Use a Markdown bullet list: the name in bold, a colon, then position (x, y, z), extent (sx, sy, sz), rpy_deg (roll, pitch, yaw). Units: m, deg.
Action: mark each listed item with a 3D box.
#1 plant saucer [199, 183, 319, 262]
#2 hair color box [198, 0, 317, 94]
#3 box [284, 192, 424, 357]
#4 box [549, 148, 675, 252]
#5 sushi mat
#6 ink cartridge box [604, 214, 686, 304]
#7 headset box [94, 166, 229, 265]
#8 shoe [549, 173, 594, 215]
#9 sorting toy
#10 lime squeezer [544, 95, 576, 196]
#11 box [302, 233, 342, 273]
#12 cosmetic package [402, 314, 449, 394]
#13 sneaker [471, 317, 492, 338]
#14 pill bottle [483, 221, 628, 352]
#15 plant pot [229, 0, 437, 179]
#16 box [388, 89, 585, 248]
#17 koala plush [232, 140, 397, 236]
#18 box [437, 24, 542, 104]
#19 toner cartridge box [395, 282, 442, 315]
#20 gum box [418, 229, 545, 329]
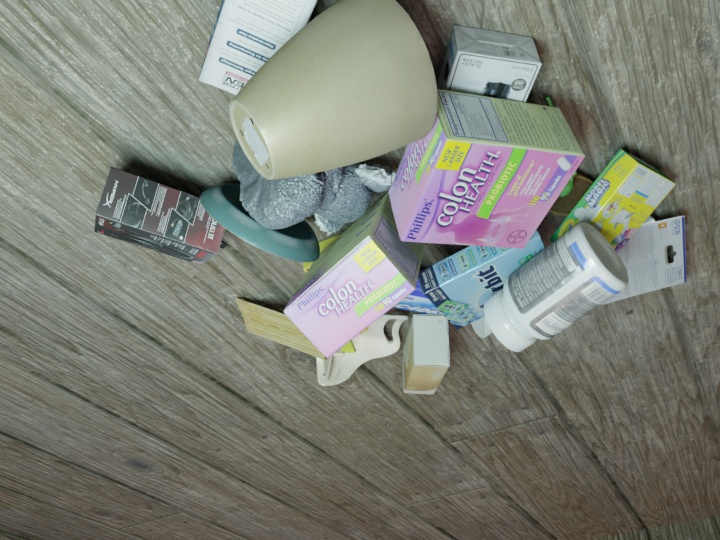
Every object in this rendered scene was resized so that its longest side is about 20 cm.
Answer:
- **plant saucer**: position (-0.143, -0.078, 0.939), extent (0.197, 0.201, 0.028), rpy_deg (23, 107, -26)
- **hair color box**: position (-0.118, -0.305, 0.753), extent (0.098, 0.062, 0.201), rpy_deg (17, 136, -21)
- **box**: position (0.000, 0.000, 0.944), extent (0.175, 0.201, 0.097), rpy_deg (-39, 101, 24)
- **box**: position (0.387, -0.080, 0.989), extent (0.115, 0.049, 0.202), rpy_deg (13, 120, -35)
- **sushi mat**: position (-0.151, 0.111, 1.203), extent (0.196, 0.012, 0.097), rpy_deg (16, 135, 27)
- **ink cartridge box**: position (0.472, -0.020, 1.123), extent (0.196, 0.041, 0.201), rpy_deg (-16, 138, 17)
- **headset box**: position (-0.299, -0.074, 0.968), extent (0.196, 0.079, 0.148), rpy_deg (20, 167, -22)
- **shoe**: position (0.279, -0.132, 0.986), extent (0.195, 0.054, 0.071), rpy_deg (4, 120, -13)
- **sorting toy**: position (0.003, 0.129, 1.255), extent (0.175, 0.109, 0.202), rpy_deg (-2, 141, -11)
- **lime squeezer**: position (0.285, -0.154, 0.929), extent (0.069, 0.038, 0.204), rpy_deg (16, 122, 17)
- **box**: position (0.000, -0.032, 1.091), extent (0.196, 0.051, 0.076), rpy_deg (-18, 139, 19)
- **cosmetic package**: position (0.128, 0.172, 1.263), extent (0.069, 0.108, 0.201), rpy_deg (2, 153, -1)
- **sneaker**: position (0.249, 0.035, 1.179), extent (0.081, 0.074, 0.203), rpy_deg (-25, 139, -18)
- **pill bottle**: position (0.288, 0.031, 0.948), extent (0.112, 0.115, 0.200), rpy_deg (27, 128, -30)
- **plant pot**: position (-0.044, -0.193, 0.723), extent (0.198, 0.187, 0.189), rpy_deg (-33, 146, -21)
- **box**: position (0.160, -0.127, 0.838), extent (0.195, 0.098, 0.178), rpy_deg (3, 140, -18)
- **koala plush**: position (-0.058, -0.126, 0.899), extent (0.198, 0.187, 0.176), rpy_deg (19, 138, -41)
- **box**: position (0.155, -0.220, 0.862), extent (0.114, 0.061, 0.202), rpy_deg (5, 139, -7)
- **toner cartridge box**: position (0.103, 0.043, 1.141), extent (0.196, 0.044, 0.094), rpy_deg (12, 160, -30)
- **gum box**: position (0.212, 0.010, 1.028), extent (0.197, 0.045, 0.170), rpy_deg (-28, 146, 15)
